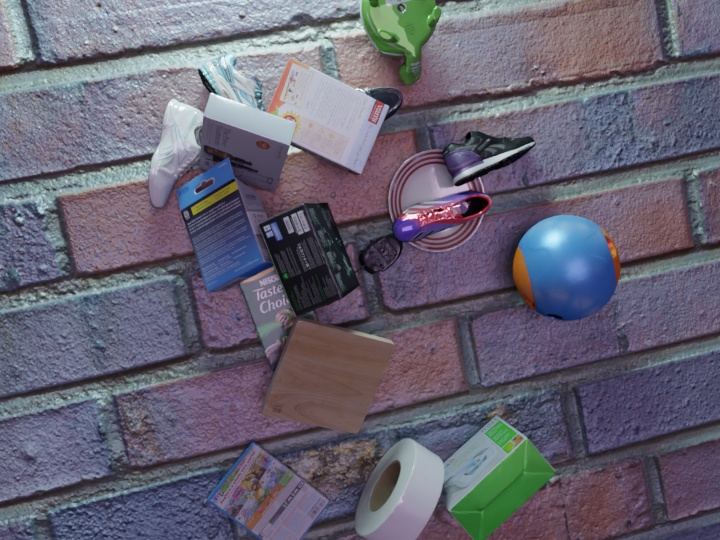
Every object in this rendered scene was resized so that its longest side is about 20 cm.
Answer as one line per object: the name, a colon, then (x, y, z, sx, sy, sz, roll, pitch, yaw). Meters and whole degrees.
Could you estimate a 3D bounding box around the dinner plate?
dinner plate: (0.150, -0.138, 1.375, 0.198, 0.024, 0.202, -1, 95, -9)

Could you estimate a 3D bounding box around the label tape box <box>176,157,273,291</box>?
label tape box: (-0.241, -0.081, 1.258, 0.142, 0.066, 0.202, -25, 79, 27)

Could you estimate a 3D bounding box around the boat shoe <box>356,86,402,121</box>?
boat shoe: (-0.008, -0.304, 1.319, 0.198, 0.062, 0.076, -16, 96, -7)

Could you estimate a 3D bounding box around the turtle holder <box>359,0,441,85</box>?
turtle holder: (0.079, -0.459, 1.288, 0.185, 0.132, 0.141, 43, 86, -10)

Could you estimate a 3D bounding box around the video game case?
video game case: (-0.180, 0.451, 1.365, 0.200, 0.018, 0.143, 40, 88, -9)

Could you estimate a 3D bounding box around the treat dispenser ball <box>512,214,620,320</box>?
treat dispenser ball: (0.394, -0.005, 1.332, 0.199, 0.201, 0.203, -1, 94, -9)

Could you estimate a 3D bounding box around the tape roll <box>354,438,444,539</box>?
tape roll: (0.072, 0.424, 1.312, 0.070, 0.202, 0.203, 33, 88, -10)

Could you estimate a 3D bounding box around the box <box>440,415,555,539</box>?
box: (0.249, 0.401, 1.349, 0.200, 0.176, 0.097, -41, 98, -4)

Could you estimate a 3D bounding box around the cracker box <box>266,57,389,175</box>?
cracker box: (-0.065, -0.273, 1.250, 0.199, 0.058, 0.135, 24, 90, -11)

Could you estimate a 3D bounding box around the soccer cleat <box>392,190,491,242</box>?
soccer cleat: (0.156, -0.107, 1.329, 0.198, 0.073, 0.069, -19, 97, -8)

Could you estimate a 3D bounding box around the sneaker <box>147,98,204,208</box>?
sneaker: (-0.336, -0.207, 1.269, 0.080, 0.070, 0.202, 16, 91, -9)

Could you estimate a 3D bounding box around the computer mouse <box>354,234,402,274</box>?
computer mouse: (0.000, 0.000, 1.360, 0.199, 0.034, 0.059, -36, 83, 2)

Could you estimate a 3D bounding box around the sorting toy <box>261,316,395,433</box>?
sorting toy: (-0.066, 0.188, 1.306, 0.198, 0.070, 0.200, 16, 107, -22)

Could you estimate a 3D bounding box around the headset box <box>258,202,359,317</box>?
headset box: (-0.085, -0.027, 1.254, 0.092, 0.200, 0.176, -21, 93, 11)

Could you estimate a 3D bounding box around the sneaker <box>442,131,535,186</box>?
sneaker: (0.251, -0.242, 1.351, 0.199, 0.076, 0.088, -24, 83, -22)

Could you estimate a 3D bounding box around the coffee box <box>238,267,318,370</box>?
coffee box: (-0.151, 0.078, 1.331, 0.122, 0.044, 0.202, -19, 97, -7)

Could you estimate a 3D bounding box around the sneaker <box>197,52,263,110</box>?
sneaker: (-0.208, -0.314, 1.281, 0.086, 0.078, 0.201, -39, 99, -8)

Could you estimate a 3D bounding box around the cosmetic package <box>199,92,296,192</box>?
cosmetic package: (-0.204, -0.218, 1.224, 0.149, 0.200, 0.052, 15, 70, -10)
